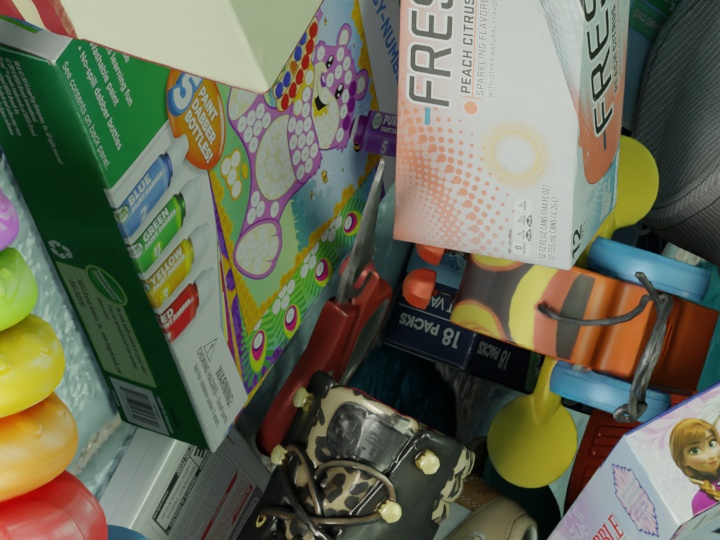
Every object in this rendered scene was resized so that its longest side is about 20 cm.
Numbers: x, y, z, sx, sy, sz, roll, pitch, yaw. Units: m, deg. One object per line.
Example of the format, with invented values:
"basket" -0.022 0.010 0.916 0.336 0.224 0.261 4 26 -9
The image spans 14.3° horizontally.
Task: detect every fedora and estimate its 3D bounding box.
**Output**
"fedora" 0.171 -0.063 1.158 0.090 0.178 0.200 14 131 -29

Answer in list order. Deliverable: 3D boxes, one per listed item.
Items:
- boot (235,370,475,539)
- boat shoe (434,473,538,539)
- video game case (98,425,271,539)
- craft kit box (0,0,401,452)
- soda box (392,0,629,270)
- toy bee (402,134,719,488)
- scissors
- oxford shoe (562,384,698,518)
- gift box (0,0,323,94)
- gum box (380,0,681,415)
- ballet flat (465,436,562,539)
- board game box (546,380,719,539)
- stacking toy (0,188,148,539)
"boot" -0.030 0.110 0.978 0.151 0.073 0.200 -63 157 -1
"boat shoe" 0.004 0.170 1.103 0.201 0.068 0.075 -67 154 -8
"video game case" -0.063 0.144 1.055 0.144 0.018 0.200 -63 152 -18
"craft kit box" -0.037 -0.076 0.941 0.198 0.048 0.200 -59 151 -29
"soda box" 0.053 -0.105 0.964 0.064 0.068 0.201 -49 144 -58
"toy bee" 0.076 0.006 1.083 0.200 0.108 0.132 76 34 -67
"scissors" 0.000 0.000 1.010 0.073 0.014 0.200 -46 166 -35
"oxford shoe" 0.114 0.140 1.219 0.073 0.071 0.201 108 -11 -67
"gift box" -0.073 -0.160 0.662 0.187 0.183 0.201 68 41 -55
"gum box" 0.092 -0.046 1.202 0.170 0.044 0.201 21 87 -63
"ballet flat" 0.062 0.127 1.235 0.200 0.062 0.068 47 46 -54
"board game box" 0.167 0.068 1.109 0.199 0.041 0.200 -26 164 -19
"stacking toy" -0.125 0.009 0.779 0.116 0.109 0.201 -43 133 -69
